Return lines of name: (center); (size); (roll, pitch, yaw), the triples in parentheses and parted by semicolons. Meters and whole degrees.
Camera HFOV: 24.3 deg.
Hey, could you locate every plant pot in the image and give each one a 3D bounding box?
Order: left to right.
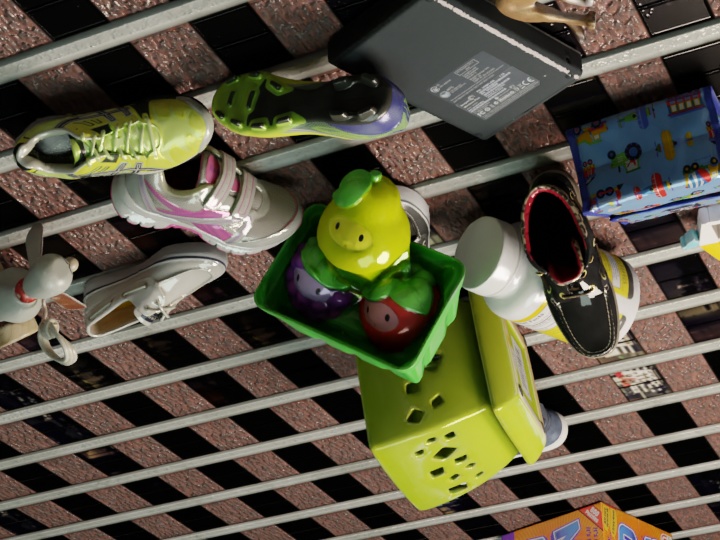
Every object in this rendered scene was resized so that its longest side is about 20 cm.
plant pot: (0.109, 0.140, 1.967); (0.180, 0.202, 0.199); (-18, 147, 12)

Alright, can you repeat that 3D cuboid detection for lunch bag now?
lunch bag: (0.313, -0.098, 1.690); (0.149, 0.095, 0.200); (-16, 163, 21)

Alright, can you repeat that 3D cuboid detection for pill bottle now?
pill bottle: (0.201, 0.010, 1.823); (0.199, 0.112, 0.111); (21, 143, -34)

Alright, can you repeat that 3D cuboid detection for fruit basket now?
fruit basket: (0.000, 0.000, 1.712); (0.214, 0.156, 0.216); (28, 161, 10)

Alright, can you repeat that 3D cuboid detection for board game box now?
board game box: (0.361, 0.506, 2.599); (0.199, 0.202, 0.199); (-26, 142, 36)

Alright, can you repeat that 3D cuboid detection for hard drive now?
hard drive: (0.088, -0.196, 1.540); (0.199, 0.033, 0.139); (22, 143, -35)

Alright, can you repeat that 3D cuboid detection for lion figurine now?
lion figurine: (0.143, -0.251, 1.413); (0.121, 0.073, 0.201); (4, 155, 5)

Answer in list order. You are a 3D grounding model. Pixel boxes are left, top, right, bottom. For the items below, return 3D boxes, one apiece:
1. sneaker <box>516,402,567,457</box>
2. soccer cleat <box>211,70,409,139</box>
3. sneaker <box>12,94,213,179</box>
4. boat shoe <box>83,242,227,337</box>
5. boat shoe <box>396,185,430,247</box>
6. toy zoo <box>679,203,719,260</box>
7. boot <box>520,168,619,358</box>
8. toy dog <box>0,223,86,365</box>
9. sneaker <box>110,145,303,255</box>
sneaker: (0.159, 0.219, 2.201); (0.201, 0.078, 0.146); (-24, 156, 17)
soccer cleat: (-0.047, -0.146, 1.554); (0.198, 0.066, 0.084); (2, 165, 28)
sneaker: (-0.236, -0.118, 1.591); (0.197, 0.076, 0.076); (-10, 106, 11)
boat shoe: (-0.232, 0.028, 1.870); (0.198, 0.071, 0.071); (-18, 147, 26)
boat shoe: (0.047, -0.022, 1.813); (0.068, 0.057, 0.201); (-6, 150, 8)
toy zoo: (0.442, -0.052, 1.797); (0.198, 0.021, 0.131); (-12, 160, 18)
boot: (0.209, -0.002, 1.673); (0.072, 0.203, 0.151); (-13, -178, 11)
toy dog: (-0.348, 0.017, 1.814); (0.199, 0.096, 0.133); (9, 123, 46)
sneaker: (-0.147, -0.077, 1.684); (0.198, 0.082, 0.088); (9, 150, -20)
